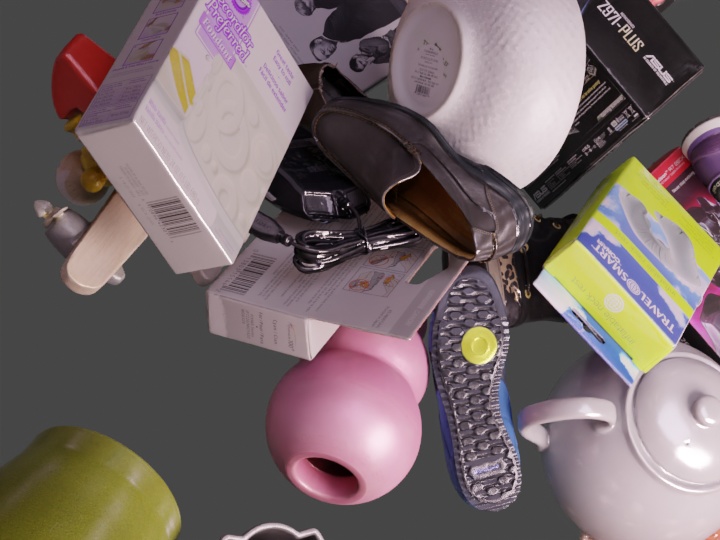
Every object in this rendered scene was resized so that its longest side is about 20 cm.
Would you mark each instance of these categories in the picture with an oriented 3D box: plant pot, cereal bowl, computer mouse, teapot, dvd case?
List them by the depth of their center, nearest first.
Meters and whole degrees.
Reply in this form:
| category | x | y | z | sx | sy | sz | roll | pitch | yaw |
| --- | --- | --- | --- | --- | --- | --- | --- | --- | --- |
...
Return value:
| category | x | y | z | sx | sy | sz | roll | pitch | yaw |
| --- | --- | --- | --- | --- | --- | --- | --- | --- | --- |
| plant pot | -0.225 | 0.221 | 1.297 | 0.200 | 0.200 | 0.193 | 38 | 49 | -4 |
| computer mouse | -0.057 | -0.052 | 1.451 | 0.140 | 0.046 | 0.200 | -15 | 42 | -40 |
| cereal bowl | 0.084 | -0.162 | 1.462 | 0.083 | 0.200 | 0.202 | 6 | 67 | -36 |
| teapot | 0.250 | 0.135 | 1.526 | 0.198 | 0.146 | 0.200 | 47 | 62 | 2 |
| dvd case | -0.049 | -0.209 | 1.611 | 0.199 | 0.025 | 0.151 | -35 | 86 | -28 |

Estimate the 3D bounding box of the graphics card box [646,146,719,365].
| category | x | y | z | sx | sy | sz | roll | pitch | yaw |
| --- | --- | --- | --- | --- | --- | --- | --- | --- | --- |
| graphics card box | 0.305 | 0.002 | 1.654 | 0.125 | 0.051 | 0.200 | -39 | 88 | -29 |

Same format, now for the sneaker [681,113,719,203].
| category | x | y | z | sx | sy | sz | roll | pitch | yaw |
| --- | --- | --- | --- | --- | --- | --- | --- | --- | --- |
| sneaker | 0.375 | -0.070 | 1.668 | 0.199 | 0.076 | 0.088 | 12 | 46 | -36 |

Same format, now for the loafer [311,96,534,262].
| category | x | y | z | sx | sy | sz | roll | pitch | yaw |
| --- | --- | --- | --- | --- | --- | --- | --- | --- | --- |
| loafer | 0.037 | -0.072 | 1.413 | 0.199 | 0.073 | 0.072 | 30 | 33 | 22 |

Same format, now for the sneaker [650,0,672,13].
| category | x | y | z | sx | sy | sz | roll | pitch | yaw |
| --- | --- | --- | --- | --- | --- | --- | --- | --- | --- |
| sneaker | 0.250 | -0.274 | 1.726 | 0.200 | 0.074 | 0.087 | -38 | 85 | -29 |

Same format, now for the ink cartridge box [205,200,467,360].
| category | x | y | z | sx | sy | sz | roll | pitch | yaw |
| --- | --- | --- | --- | --- | --- | --- | --- | --- | --- |
| ink cartridge box | 0.000 | 0.000 | 1.453 | 0.175 | 0.045 | 0.200 | 13 | 36 | 22 |

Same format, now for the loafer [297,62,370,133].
| category | x | y | z | sx | sy | sz | roll | pitch | yaw |
| --- | --- | --- | --- | --- | --- | --- | --- | --- | --- |
| loafer | 0.009 | -0.100 | 1.551 | 0.200 | 0.071 | 0.073 | 39 | 60 | -20 |

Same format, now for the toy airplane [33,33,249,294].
| category | x | y | z | sx | sy | sz | roll | pitch | yaw |
| --- | --- | --- | --- | --- | --- | --- | --- | --- | --- |
| toy airplane | -0.176 | -0.074 | 1.462 | 0.199 | 0.140 | 0.201 | 9 | 74 | -58 |

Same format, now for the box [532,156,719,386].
| category | x | y | z | sx | sy | sz | roll | pitch | yaw |
| --- | --- | --- | --- | --- | --- | --- | --- | --- | --- |
| box | 0.226 | -0.004 | 1.524 | 0.122 | 0.048 | 0.200 | 46 | 36 | -3 |

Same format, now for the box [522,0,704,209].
| category | x | y | z | sx | sy | sz | roll | pitch | yaw |
| --- | --- | --- | --- | --- | --- | --- | --- | --- | --- |
| box | 0.173 | -0.171 | 1.583 | 0.086 | 0.200 | 0.164 | -39 | 86 | -30 |

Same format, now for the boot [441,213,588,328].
| category | x | y | z | sx | sy | sz | roll | pitch | yaw |
| --- | --- | --- | --- | --- | --- | --- | --- | --- | --- |
| boot | 0.140 | -0.044 | 1.568 | 0.150 | 0.073 | 0.202 | 5 | 75 | -39 |

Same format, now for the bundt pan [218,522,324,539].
| category | x | y | z | sx | sy | sz | roll | pitch | yaw |
| --- | --- | --- | --- | --- | --- | --- | --- | --- | --- |
| bundt pan | -0.078 | 0.289 | 1.361 | 0.200 | 0.076 | 0.204 | 6 | 79 | -32 |

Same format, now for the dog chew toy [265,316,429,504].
| category | x | y | z | sx | sy | sz | roll | pitch | yaw |
| --- | --- | --- | --- | --- | --- | --- | --- | --- | --- |
| dog chew toy | 0.000 | 0.086 | 1.467 | 0.124 | 0.125 | 0.201 | 28 | 50 | -9 |

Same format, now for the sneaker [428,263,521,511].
| category | x | y | z | sx | sy | sz | roll | pitch | yaw |
| --- | --- | --- | --- | --- | --- | --- | --- | --- | --- |
| sneaker | 0.088 | 0.094 | 1.492 | 0.065 | 0.078 | 0.202 | -8 | 96 | -7 |

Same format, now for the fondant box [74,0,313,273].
| category | x | y | z | sx | sy | sz | roll | pitch | yaw |
| --- | --- | --- | --- | --- | --- | --- | --- | --- | --- |
| fondant box | -0.119 | -0.120 | 1.378 | 0.145 | 0.058 | 0.201 | 57 | 37 | -34 |
